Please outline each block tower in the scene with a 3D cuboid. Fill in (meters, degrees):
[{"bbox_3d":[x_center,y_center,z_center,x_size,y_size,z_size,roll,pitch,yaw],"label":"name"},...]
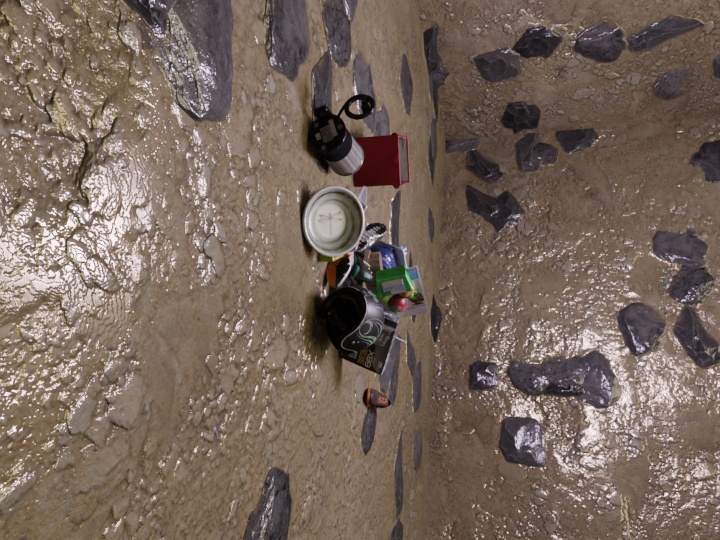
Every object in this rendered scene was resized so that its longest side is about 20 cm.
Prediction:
[{"bbox_3d":[0.056,0.028,1.838,0.054,0.057,0.202,-76,158,-59],"label":"block tower"}]

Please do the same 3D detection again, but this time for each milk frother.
[{"bbox_3d":[-0.031,-0.404,1.543,0.188,0.197,0.184,30,57,-70],"label":"milk frother"}]

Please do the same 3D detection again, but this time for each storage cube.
[{"bbox_3d":[0.078,-0.404,1.926,0.171,0.177,0.203,-36,124,-69],"label":"storage cube"}]

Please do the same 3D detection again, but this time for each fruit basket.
[{"bbox_3d":[0.127,0.089,1.779,0.094,0.182,0.202,-86,162,-62],"label":"fruit basket"}]

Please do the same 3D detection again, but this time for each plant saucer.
[{"bbox_3d":[-0.083,-0.142,1.496,0.197,0.050,0.204,-4,99,-29],"label":"plant saucer"}]

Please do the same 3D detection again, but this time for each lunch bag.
[{"bbox_3d":[0.065,0.021,1.942,0.133,0.134,0.202,-67,149,-46],"label":"lunch bag"}]

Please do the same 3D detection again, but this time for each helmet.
[{"bbox_3d":[-0.023,0.148,1.560,0.191,0.197,0.203,48,45,-62],"label":"helmet"}]

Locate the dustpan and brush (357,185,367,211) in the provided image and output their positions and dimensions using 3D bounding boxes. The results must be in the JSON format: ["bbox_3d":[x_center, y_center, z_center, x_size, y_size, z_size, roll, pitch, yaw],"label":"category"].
[{"bbox_3d":[-0.008,-0.179,1.832,0.140,0.057,0.201,-68,-179,-47],"label":"dustpan and brush"}]

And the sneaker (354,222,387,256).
[{"bbox_3d":[0.023,-0.104,1.874,0.200,0.066,0.091,-40,161,-41],"label":"sneaker"}]

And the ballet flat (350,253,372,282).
[{"bbox_3d":[0.000,0.000,1.734,0.200,0.068,0.069,-114,-133,-70],"label":"ballet flat"}]

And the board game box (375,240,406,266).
[{"bbox_3d":[0.112,-0.035,2.018,0.026,0.199,0.202,-39,134,-29],"label":"board game box"}]

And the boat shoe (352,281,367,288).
[{"bbox_3d":[-0.005,0.081,1.758,0.200,0.067,0.076,63,11,-84],"label":"boat shoe"}]

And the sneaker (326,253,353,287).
[{"bbox_3d":[-0.054,-0.008,1.670,0.093,0.075,0.202,79,21,-43],"label":"sneaker"}]

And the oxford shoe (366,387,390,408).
[{"bbox_3d":[0.072,0.508,2.061,0.200,0.071,0.072,48,45,-64],"label":"oxford shoe"}]

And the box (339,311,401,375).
[{"bbox_3d":[0.030,0.219,1.692,0.050,0.156,0.203,-38,147,-65],"label":"box"}]

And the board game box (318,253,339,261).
[{"bbox_3d":[-0.094,-0.135,1.579,0.102,0.047,0.203,-34,122,-70],"label":"board game box"}]

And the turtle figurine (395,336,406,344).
[{"bbox_3d":[0.029,0.194,1.825,0.144,0.198,0.196,-127,-162,-57],"label":"turtle figurine"}]

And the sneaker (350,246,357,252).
[{"bbox_3d":[-0.044,-0.159,1.640,0.095,0.078,0.203,130,-48,-76],"label":"sneaker"}]

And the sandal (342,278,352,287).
[{"bbox_3d":[-0.044,0.123,1.686,0.076,0.042,0.202,-61,163,-55],"label":"sandal"}]
